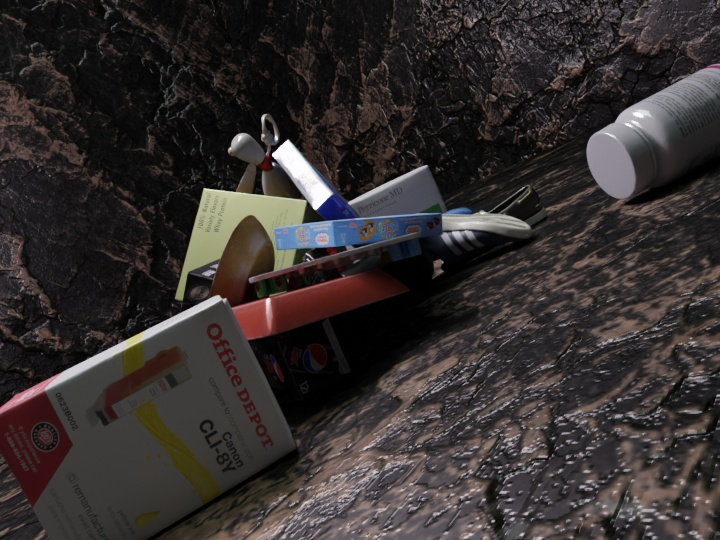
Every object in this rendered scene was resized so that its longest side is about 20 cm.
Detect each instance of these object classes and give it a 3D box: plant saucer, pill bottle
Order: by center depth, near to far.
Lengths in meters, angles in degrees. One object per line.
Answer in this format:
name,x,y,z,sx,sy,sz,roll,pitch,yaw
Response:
plant saucer,-0.078,0.041,0.688,0.198,0.037,0.198,-15,1,-41
pill bottle,0.411,-0.181,0.795,0.198,0.115,0.113,-27,6,-8
plant saucer,-0.154,0.028,0.810,0.035,0.204,0.200,14,11,4

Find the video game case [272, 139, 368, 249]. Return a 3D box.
video game case,-0.052,-0.119,1.069,0.045,0.182,0.200,-43,-39,4

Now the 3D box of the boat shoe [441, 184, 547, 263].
boat shoe,0.215,-0.076,1.004,0.199,0.061,0.072,-27,6,-7

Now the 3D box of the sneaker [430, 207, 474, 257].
sneaker,0.150,-0.058,1.174,0.198,0.067,0.078,-28,18,-9

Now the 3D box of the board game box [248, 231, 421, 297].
board game box,-0.028,-0.005,0.755,0.197,0.026,0.200,-16,0,-2

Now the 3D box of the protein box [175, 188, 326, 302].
protein box,-0.179,-0.016,1.039,0.197,0.202,0.135,8,-12,17

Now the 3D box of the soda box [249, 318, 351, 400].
soda box,-0.080,0.100,0.714,0.063,0.072,0.200,-25,4,-20

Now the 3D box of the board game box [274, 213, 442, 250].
board game box,-0.002,-0.057,0.868,0.198,0.037,0.150,-9,5,-37

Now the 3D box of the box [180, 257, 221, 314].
box,-0.208,0.089,0.837,0.043,0.203,0.160,14,10,5

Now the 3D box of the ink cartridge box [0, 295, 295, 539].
ink cartridge box,-0.174,0.129,0.508,0.198,0.147,0.083,-28,7,-13

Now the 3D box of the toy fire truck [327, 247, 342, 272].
toy fire truck,-0.118,-0.023,1.319,0.128,0.203,0.175,-29,7,-37

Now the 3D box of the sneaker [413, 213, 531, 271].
sneaker,0.164,-0.041,0.931,0.197,0.086,0.075,5,17,25

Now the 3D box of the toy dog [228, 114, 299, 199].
toy dog,-0.180,-0.171,1.100,0.095,0.202,0.133,-11,36,26

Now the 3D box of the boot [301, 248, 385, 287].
boot,-0.001,-0.002,0.994,0.198,0.073,0.183,-26,-33,-25

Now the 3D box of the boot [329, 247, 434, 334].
boot,-0.004,0.044,0.863,0.198,0.066,0.165,-24,-10,-40

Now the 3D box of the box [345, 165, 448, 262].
box,0.069,-0.100,1.304,0.197,0.173,0.200,-27,6,-13
